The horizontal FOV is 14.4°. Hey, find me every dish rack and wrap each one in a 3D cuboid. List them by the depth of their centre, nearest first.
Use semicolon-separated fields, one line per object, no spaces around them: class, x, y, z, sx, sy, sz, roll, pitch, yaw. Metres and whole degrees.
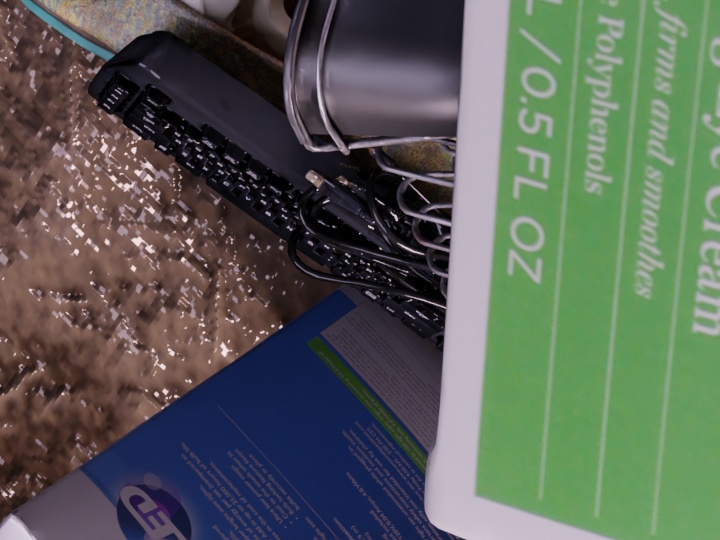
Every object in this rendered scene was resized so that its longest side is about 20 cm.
dish rack;0.047;-0.061;0.757;0.054;0.154;0.200;9;156;21

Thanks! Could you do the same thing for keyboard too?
keyboard;0.000;0.000;0.869;0.199;0.040;0.104;34;160;-7

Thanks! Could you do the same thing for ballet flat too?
ballet flat;-0.018;-0.075;0.892;0.199;0.071;0.071;31;126;12

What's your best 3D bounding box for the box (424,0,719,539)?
box;0.131;-0.043;0.653;0.170;0.200;0.200;15;120;21

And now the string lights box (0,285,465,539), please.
string lights box;-0.028;0.085;0.884;0.103;0.200;0.059;49;129;6
